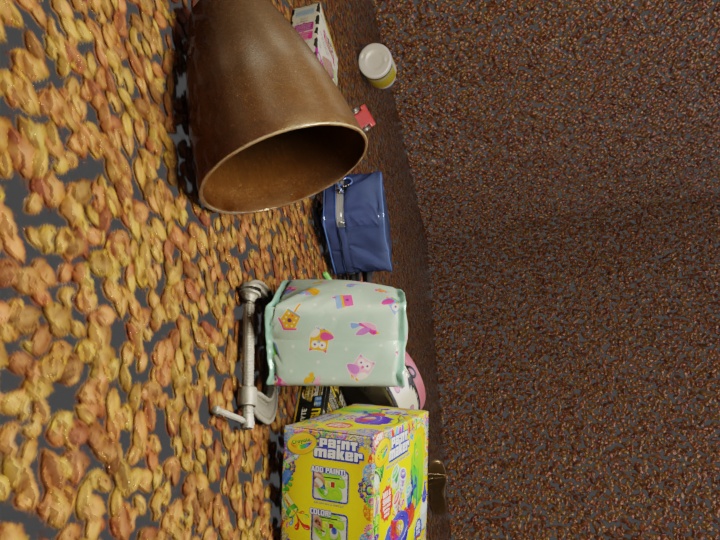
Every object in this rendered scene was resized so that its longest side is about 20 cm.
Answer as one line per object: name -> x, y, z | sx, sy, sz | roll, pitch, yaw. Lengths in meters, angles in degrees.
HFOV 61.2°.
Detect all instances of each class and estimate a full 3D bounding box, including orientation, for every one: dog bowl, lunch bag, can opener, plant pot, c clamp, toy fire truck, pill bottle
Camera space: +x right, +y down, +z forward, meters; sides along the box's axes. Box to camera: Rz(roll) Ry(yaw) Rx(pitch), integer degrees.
dog bowl -> 0.021, 0.173, 0.965 | 0.074, 0.199, 0.202 | -33, 125, -28
lunch bag -> -0.014, -0.089, 1.146 | 0.201, 0.131, 0.137 | 77, 9, -48
can opener -> 0.000, 0.000, 1.255 | 0.200, 0.063, 0.079 | -108, 174, -68
lunch bag -> -0.025, 0.070, 0.771 | 0.200, 0.168, 0.123 | -82, 172, -81
plant pot -> -0.113, -0.193, 0.658 | 0.187, 0.185, 0.202 | 32, 36, -76
c clamp -> -0.121, 0.094, 0.714 | 0.171, 0.027, 0.202 | 67, 17, -57
toy fire truck -> -0.045, -0.268, 1.205 | 0.200, 0.141, 0.049 | -42, 105, -33
pill bottle -> 0.063, -0.690, 2.076 | 0.200, 0.113, 0.116 | -18, 99, -79

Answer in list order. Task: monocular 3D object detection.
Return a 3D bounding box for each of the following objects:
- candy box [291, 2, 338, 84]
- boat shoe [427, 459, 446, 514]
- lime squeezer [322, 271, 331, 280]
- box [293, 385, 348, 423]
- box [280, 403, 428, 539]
candy box -> -0.089, -0.402, 1.184 | 0.137, 0.060, 0.202 | 67, 17, -51
boat shoe -> 0.270, 0.763, 2.169 | 0.065, 0.070, 0.202 | -71, 159, -81
lime squeezer -> -0.030, 0.044, 1.211 | 0.200, 0.037, 0.071 | 26, 56, -76
box -> -0.046, 0.262, 0.924 | 0.160, 0.049, 0.201 | -87, 164, -53
box -> -0.001, 0.284, 0.775 | 0.200, 0.121, 0.195 | 7, 83, -65
